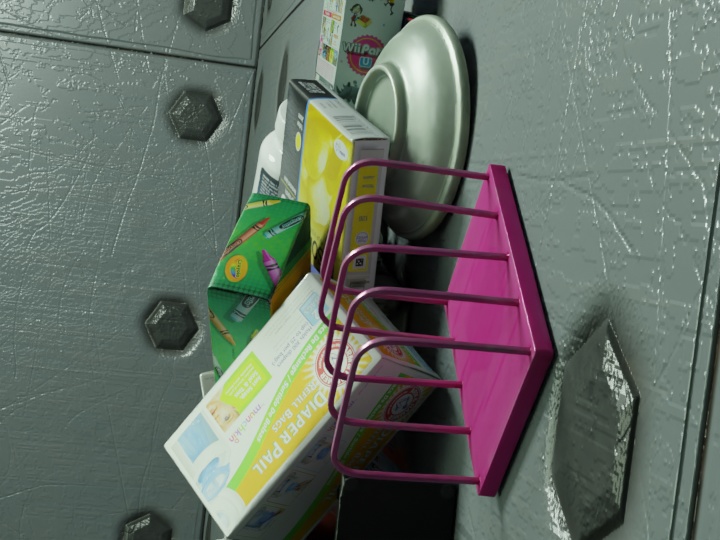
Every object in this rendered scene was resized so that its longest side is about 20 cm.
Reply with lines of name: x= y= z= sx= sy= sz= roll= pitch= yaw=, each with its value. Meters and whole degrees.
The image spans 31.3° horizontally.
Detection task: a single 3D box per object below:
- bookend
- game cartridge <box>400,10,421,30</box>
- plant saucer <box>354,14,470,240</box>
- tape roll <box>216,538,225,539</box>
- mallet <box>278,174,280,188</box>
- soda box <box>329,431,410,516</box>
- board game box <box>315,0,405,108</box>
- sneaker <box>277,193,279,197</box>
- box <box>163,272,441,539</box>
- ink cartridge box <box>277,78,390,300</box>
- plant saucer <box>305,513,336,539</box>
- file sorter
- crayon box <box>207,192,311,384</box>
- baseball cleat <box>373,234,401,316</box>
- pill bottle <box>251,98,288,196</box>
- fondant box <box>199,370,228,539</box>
bookend: x=0.002 y=0.261 z=1.062 sx=0.199 sy=0.092 sz=0.201 roll=166 pitch=111 yaw=-79
game cartridge: x=0.045 y=-0.188 z=1.271 sx=0.200 sy=0.038 sz=0.130 roll=-121 pitch=35 yaw=-73
plant saucer: x=0.034 y=-0.129 z=1.143 sx=0.200 sy=0.050 sz=0.201 roll=-177 pitch=90 yaw=-69
tape roll: x=-0.132 y=0.395 z=1.410 sx=0.037 sy=0.202 sz=0.204 roll=121 pitch=154 yaw=-66
mallet: x=-0.035 y=-0.165 z=1.470 sx=0.041 sy=0.065 sz=0.201 roll=86 pitch=-159 yaw=-64
soda box: x=-0.005 y=0.141 z=1.185 sx=0.068 sy=0.064 sz=0.200 roll=-36 pitch=32 yaw=18
board game box: x=-0.006 y=-0.213 z=1.307 sx=0.148 sy=0.064 sz=0.201 roll=-122 pitch=38 yaw=-72
sneaker: x=-0.084 y=-0.032 z=1.347 sx=0.091 sy=0.077 sz=0.201 roll=49 pitch=123 yaw=53
box: x=-0.048 y=0.119 z=1.068 sx=0.200 sy=0.101 sz=0.113 roll=-50 pitch=56 yaw=10
ink cartridge box: x=-0.032 y=-0.055 z=1.186 sx=0.198 sy=0.047 sz=0.201 roll=-133 pitch=47 yaw=-59
plant saucer: x=-0.071 y=0.193 z=1.369 sx=0.200 sy=0.037 sz=0.200 roll=90 pitch=160 yaw=-64
file sorter: x=0.040 y=0.033 z=0.902 sx=0.201 sy=0.125 sz=0.139 roll=-96 pitch=16 yaw=-49
crayon box: x=-0.087 y=0.045 z=1.154 sx=0.201 sy=0.058 sz=0.119 roll=92 pitch=-167 yaw=-47
baseball cleat: x=0.000 y=0.000 z=1.296 sx=0.200 sy=0.069 sz=0.107 roll=147 pitch=128 yaw=-76
pill bottle: x=-0.077 y=-0.116 z=1.649 sx=0.120 sy=0.119 sz=0.201 roll=-95 pitch=16 yaw=-48
fondant box: x=-0.126 y=0.214 z=1.368 sx=0.144 sy=0.058 sz=0.201 roll=103 pitch=158 yaw=-76
